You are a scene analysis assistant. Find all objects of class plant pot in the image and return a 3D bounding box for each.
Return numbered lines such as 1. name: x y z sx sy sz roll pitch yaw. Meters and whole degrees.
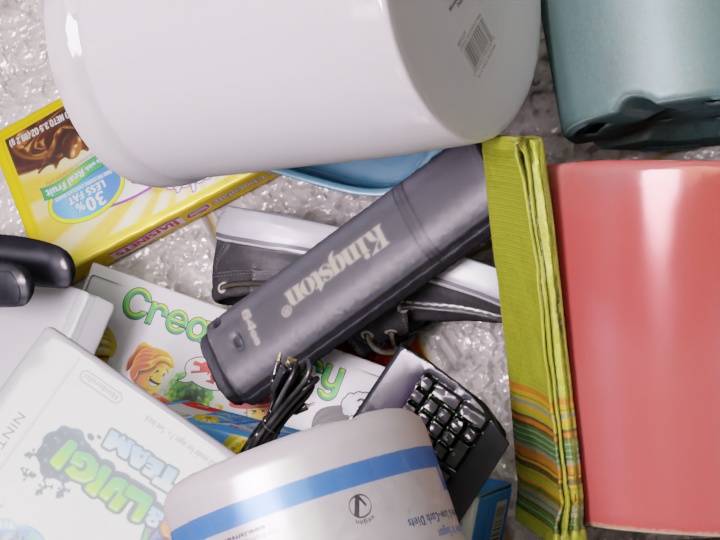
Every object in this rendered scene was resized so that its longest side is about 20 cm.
1. plant pot: 0.176 0.040 1.190 0.199 0.200 0.178 2 88 18
2. plant pot: 0.169 -0.171 1.247 0.199 0.200 0.197 -6 83 16

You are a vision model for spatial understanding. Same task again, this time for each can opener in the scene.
1. can opener: -0.221 0.001 1.350 0.199 0.063 0.079 -5 115 50

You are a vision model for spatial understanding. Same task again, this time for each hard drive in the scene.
1. hard drive: -0.216 0.098 1.344 0.132 0.026 0.201 13 79 54

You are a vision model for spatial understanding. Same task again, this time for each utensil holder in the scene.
1. utensil holder: -0.032 -0.135 1.208 0.199 0.170 0.171 -5 74 34

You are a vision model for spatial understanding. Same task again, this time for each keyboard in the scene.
1. keyboard: -0.023 0.123 1.205 0.127 0.021 0.201 36 103 17

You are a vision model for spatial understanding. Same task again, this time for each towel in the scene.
1. towel: 0.082 0.033 1.182 0.018 0.086 0.201 -8 95 -14

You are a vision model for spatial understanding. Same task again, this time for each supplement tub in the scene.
1. supplement tub: -0.003 0.176 1.095 0.131 0.132 0.201 -21 82 11

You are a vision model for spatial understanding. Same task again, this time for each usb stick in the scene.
1. usb stick: 0.000 0.000 1.263 0.200 0.033 0.056 -36 68 17

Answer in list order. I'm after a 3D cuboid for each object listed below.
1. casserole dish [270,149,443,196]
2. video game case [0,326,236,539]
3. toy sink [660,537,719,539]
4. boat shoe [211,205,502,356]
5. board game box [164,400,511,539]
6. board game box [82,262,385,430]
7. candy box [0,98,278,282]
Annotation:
1. casserole dish: -0.028 -0.109 1.339 0.199 0.039 0.122 17 83 18
2. video game case: -0.131 0.154 1.188 0.200 0.024 0.182 33 80 15
3. toy sink: 0.124 0.233 1.152 0.130 0.112 0.201 -7 85 42
4. boat shoe: 0.004 0.014 1.310 0.199 0.070 0.067 13 88 20
5. board game box: -0.036 0.188 1.253 0.195 0.056 0.201 12 96 21
6. board game box: -0.084 0.086 1.334 0.199 0.035 0.127 18 83 20
7. candy box: -0.112 -0.078 1.391 0.199 0.026 0.103 -27 74 9
